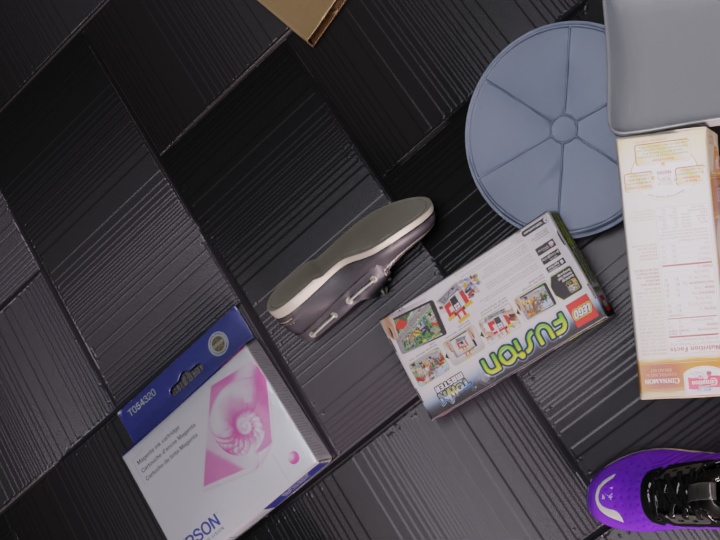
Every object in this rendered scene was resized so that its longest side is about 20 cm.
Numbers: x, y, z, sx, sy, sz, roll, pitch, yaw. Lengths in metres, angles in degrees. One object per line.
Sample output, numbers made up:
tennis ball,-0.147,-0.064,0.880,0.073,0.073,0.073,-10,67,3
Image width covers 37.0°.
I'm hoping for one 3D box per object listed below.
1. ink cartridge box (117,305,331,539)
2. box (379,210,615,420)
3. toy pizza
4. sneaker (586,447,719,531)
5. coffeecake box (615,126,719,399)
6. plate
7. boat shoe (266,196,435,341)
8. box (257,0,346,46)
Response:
ink cartridge box,-0.157,0.175,1.130,0.196,0.043,0.201,-41,71,15
box,0.124,0.044,1.005,0.199,0.035,0.111,-33,79,23
toy pizza,0.194,-0.131,1.008,0.197,0.032,0.204,-1,88,24
sneaker,0.281,0.182,0.898,0.197,0.099,0.071,-8,79,22
coffeecake box,0.263,-0.009,0.881,0.072,0.153,0.204,-5,93,21
plate,0.309,-0.188,0.916,0.196,0.033,0.202,-5,51,16
boat shoe,0.000,0.000,1.080,0.199,0.073,0.063,-34,115,12
box,-0.073,-0.364,1.159,0.200,0.021,0.164,42,101,21
